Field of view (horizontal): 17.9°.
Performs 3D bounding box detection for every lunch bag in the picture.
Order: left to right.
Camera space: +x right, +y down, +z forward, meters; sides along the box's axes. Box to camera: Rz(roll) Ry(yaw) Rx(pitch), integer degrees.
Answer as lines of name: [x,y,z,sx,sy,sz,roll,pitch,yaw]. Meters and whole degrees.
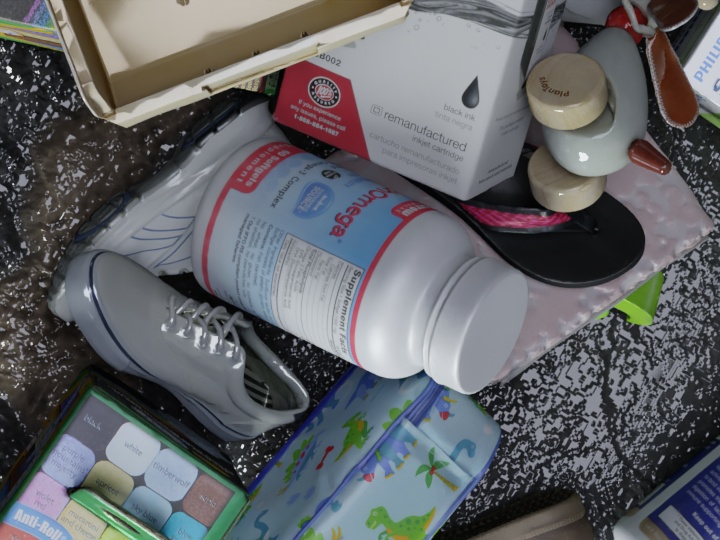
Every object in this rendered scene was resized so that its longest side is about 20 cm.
lunch bag: [-0.010,0.145,1.487,0.082,0.161,0.200,42,85,-16]

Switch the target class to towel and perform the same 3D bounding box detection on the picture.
towel: [0.105,-0.047,1.512,0.200,0.032,0.191,-33,77,-16]

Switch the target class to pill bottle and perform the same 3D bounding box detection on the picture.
pill bottle: [0.000,0.000,1.426,0.199,0.109,0.109,25,90,26]
pill bottle: [0.279,0.156,1.544,0.200,0.116,0.116,-39,97,-3]

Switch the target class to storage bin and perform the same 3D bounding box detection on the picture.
storage bin: [-0.092,-0.209,1.317,0.199,0.094,0.199,-21,90,1]

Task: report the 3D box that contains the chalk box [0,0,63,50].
chalk box: [-0.135,-0.193,1.439,0.199,0.124,0.125,14,90,-1]

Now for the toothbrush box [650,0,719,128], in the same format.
toothbrush box: [0.323,-0.135,1.548,0.200,0.086,0.146,34,90,-6]

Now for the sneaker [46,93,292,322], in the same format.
sneaker: [-0.120,-0.028,1.510,0.200,0.075,0.087,-39,106,-1]

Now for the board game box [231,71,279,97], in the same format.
board game box: [-0.088,-0.224,1.524,0.104,0.023,0.201,10,92,-4]

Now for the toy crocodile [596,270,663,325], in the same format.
toy crocodile: [0.109,-0.001,1.545,0.199,0.062,0.068,6,68,-5]

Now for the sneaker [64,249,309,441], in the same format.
sneaker: [-0.107,0.042,1.473,0.200,0.071,0.073,39,43,-42]

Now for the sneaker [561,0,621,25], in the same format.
sneaker: [0.073,-0.180,1.528,0.199,0.078,0.100,13,99,2]

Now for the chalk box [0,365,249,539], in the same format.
chalk box: [-0.156,0.151,1.441,0.125,0.200,0.124,35,89,-7]

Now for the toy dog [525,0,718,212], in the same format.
toy dog: [0.179,-0.122,1.429,0.096,0.132,0.201,22,76,24]

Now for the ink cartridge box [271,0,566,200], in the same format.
ink cartridge box: [0.044,-0.166,1.408,0.146,0.083,0.201,23,114,20]

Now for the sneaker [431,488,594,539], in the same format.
sneaker: [0.067,0.215,1.545,0.199,0.070,0.076,-20,97,-5]

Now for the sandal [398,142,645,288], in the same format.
sandal: [0.092,-0.055,1.473,0.199,0.045,0.075,31,69,6]
